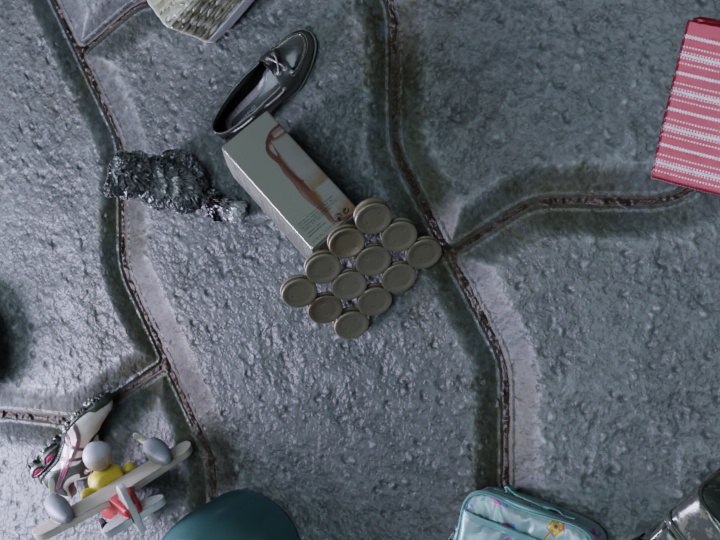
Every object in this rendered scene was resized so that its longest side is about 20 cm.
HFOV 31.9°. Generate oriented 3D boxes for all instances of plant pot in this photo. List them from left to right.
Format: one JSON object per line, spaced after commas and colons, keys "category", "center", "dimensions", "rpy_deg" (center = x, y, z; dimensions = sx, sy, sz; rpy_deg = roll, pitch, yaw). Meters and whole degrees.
{"category": "plant pot", "center": [-0.203, 0.427, 1.786], "dimensions": [0.198, 0.161, 0.203], "rpy_deg": [1, 93, 27]}

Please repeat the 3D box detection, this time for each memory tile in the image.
{"category": "memory tile", "center": [0.000, 0.000, 1.684], "dimensions": [0.200, 0.153, 0.017], "rpy_deg": [-44, 37, 21]}

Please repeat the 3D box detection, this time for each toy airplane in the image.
{"category": "toy airplane", "center": [-0.363, 0.316, 1.845], "dimensions": [0.198, 0.200, 0.142], "rpy_deg": [-26, 92, 25]}

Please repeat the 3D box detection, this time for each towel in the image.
{"category": "towel", "center": [0.437, -0.192, 1.505], "dimensions": [0.143, 0.022, 0.203], "rpy_deg": [17, 101, 24]}

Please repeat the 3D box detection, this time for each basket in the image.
{"category": "basket", "center": [-0.214, -0.440, 1.774], "dimensions": [0.200, 0.123, 0.136], "rpy_deg": [-43, 74, 21]}

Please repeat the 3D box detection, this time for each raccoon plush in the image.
{"category": "raccoon plush", "center": [-0.272, -0.127, 1.817], "dimensions": [0.198, 0.134, 0.098], "rpy_deg": [10, 95, 27]}

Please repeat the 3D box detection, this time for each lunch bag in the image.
{"category": "lunch bag", "center": [0.208, 0.367, 1.614], "dimensions": [0.198, 0.077, 0.162], "rpy_deg": [15, 99, 27]}
{"category": "lunch bag", "center": [0.427, 0.357, 1.473], "dimensions": [0.201, 0.139, 0.168], "rpy_deg": [51, 128, 18]}

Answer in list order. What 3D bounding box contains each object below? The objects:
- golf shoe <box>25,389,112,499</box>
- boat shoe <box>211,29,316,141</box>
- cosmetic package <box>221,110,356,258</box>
{"category": "golf shoe", "center": [-0.431, 0.268, 1.962], "dimensions": [0.088, 0.077, 0.200], "rpy_deg": [41, 113, -1]}
{"category": "boat shoe", "center": [-0.137, -0.259, 1.785], "dimensions": [0.200, 0.057, 0.067], "rpy_deg": [-48, 71, 21]}
{"category": "cosmetic package", "center": [-0.091, -0.107, 1.730], "dimensions": [0.087, 0.104, 0.200], "rpy_deg": [-40, 73, -9]}
